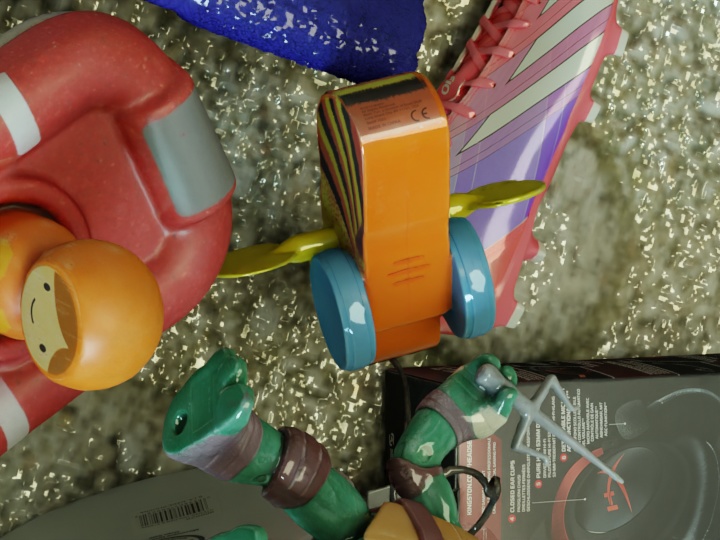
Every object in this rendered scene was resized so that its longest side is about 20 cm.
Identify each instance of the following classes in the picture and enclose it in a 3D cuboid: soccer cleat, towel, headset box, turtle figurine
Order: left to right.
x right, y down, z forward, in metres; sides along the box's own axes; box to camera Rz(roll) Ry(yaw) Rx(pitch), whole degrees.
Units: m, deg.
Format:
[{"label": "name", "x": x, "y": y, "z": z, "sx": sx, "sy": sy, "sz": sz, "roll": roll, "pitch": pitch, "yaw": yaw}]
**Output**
[{"label": "towel", "x": -0.072, "y": -0.146, "z": 1.002, "sx": 0.199, "sy": 0.050, "sz": 0.148, "roll": 17, "pitch": 45, "yaw": -28}, {"label": "turtle figurine", "x": 0.024, "y": 0.102, "z": 0.921, "sx": 0.199, "sy": 0.150, "sz": 0.101, "roll": 19, "pitch": 121, "yaw": -35}, {"label": "soccer cleat", "x": 0.058, "y": -0.070, "z": 1.114, "sx": 0.076, "sy": 0.067, "sz": 0.201, "roll": 20, "pitch": 85, "yaw": -15}, {"label": "headset box", "x": 0.094, "y": 0.115, "z": 1.139, "sx": 0.199, "sy": 0.075, "sz": 0.150, "roll": -2, "pitch": 95, "yaw": -25}]

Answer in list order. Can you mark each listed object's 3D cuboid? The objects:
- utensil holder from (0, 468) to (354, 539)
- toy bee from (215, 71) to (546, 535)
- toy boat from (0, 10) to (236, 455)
[{"label": "utensil holder", "x": -0.057, "y": 0.195, "z": 1.022, "sx": 0.169, "sy": 0.170, "sz": 0.201, "roll": -18, "pitch": 104, "yaw": -26}, {"label": "toy bee", "x": 0.000, "y": 0.000, "z": 1.028, "sx": 0.130, "sy": 0.109, "sz": 0.201, "roll": 3, "pitch": 120, "yaw": -25}, {"label": "toy boat", "x": -0.117, "y": 0.005, "z": 0.916, "sx": 0.200, "sy": 0.130, "sz": 0.131, "roll": -38, "pitch": 125, "yaw": -21}]
